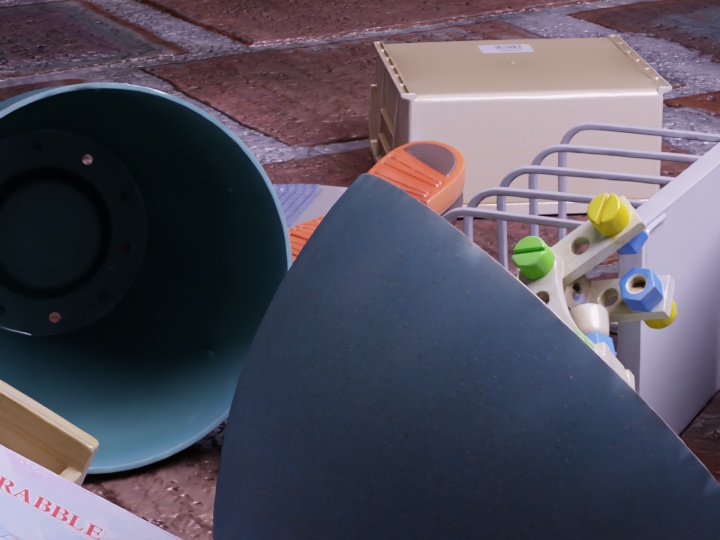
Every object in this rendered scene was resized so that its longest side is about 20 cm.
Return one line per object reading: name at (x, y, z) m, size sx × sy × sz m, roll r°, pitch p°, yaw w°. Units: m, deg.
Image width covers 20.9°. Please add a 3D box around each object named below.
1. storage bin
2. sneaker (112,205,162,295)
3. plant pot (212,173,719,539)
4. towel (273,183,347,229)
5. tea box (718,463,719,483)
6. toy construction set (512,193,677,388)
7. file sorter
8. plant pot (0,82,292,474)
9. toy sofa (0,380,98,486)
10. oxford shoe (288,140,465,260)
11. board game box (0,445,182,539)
storage bin at (0.114, -0.115, 1.477) m, size 0.200 × 0.094 × 0.199 m, roll -3°, pitch 19°, yaw -6°
sneaker at (-0.120, -0.042, 1.232) m, size 0.071 × 0.098 × 0.200 m, roll -1°, pitch 27°, yaw 10°
plant pot at (0.025, 0.082, 0.716) m, size 0.135 × 0.200 × 0.200 m, roll -46°, pitch 32°, yaw -6°
towel at (-0.084, -0.028, 1.340) m, size 0.200 × 0.024 × 0.147 m, roll 4°, pitch 22°, yaw 16°
tea box at (0.288, 0.050, 0.961) m, size 0.200 × 0.134 × 0.197 m, roll 5°, pitch 21°, yaw 15°
toy construction set at (0.059, 0.052, 0.953) m, size 0.200 × 0.131 × 0.092 m, roll -27°, pitch -43°, yaw 37°
file sorter at (0.133, 0.006, 1.080) m, size 0.124 × 0.139 × 0.200 m, roll 7°, pitch 21°, yaw 26°
plant pot at (-0.155, -0.008, 1.052) m, size 0.200 × 0.201 × 0.161 m, roll -7°, pitch 12°, yaw -18°
toy sofa at (-0.203, 0.129, 0.851) m, size 0.083 × 0.098 × 0.200 m, roll 29°, pitch 26°, yaw 7°
oxford shoe at (0.000, 0.000, 1.213) m, size 0.071 × 0.073 × 0.200 m, roll 27°, pitch 50°, yaw 33°
board game box at (-0.164, 0.131, 0.725) m, size 0.200 × 0.041 × 0.200 m, roll 29°, pitch 27°, yaw -4°
